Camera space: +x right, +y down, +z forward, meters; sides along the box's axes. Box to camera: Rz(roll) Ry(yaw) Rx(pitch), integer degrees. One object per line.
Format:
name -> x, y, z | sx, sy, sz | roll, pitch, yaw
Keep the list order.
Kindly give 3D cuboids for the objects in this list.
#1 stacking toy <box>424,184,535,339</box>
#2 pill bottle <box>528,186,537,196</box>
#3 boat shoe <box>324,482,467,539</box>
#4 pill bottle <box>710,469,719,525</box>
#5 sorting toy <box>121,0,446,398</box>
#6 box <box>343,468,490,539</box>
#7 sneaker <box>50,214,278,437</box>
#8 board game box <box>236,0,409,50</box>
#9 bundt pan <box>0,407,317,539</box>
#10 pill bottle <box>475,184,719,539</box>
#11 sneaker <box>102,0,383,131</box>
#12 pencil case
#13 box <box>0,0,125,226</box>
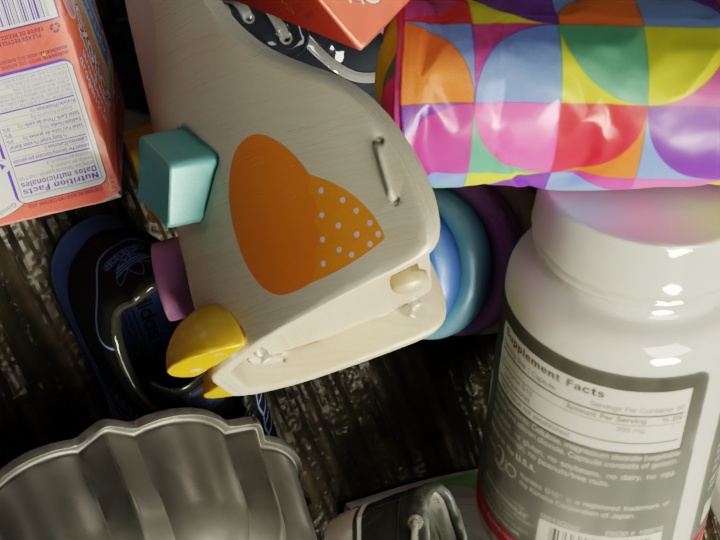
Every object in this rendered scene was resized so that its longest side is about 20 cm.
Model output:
stacking toy -> 0.000, 0.000, 0.862 | 0.200, 0.085, 0.086 | -10, 114, -48
pill bottle -> 0.133, -0.061, 0.935 | 0.112, 0.112, 0.200 | -32, 117, -17
boat shoe -> 0.041, 0.193, 0.833 | 0.068, 0.200, 0.074 | -25, 152, 27
pill bottle -> 0.305, 0.092, 1.093 | 0.200, 0.114, 0.114 | -25, 118, -21
sorting toy -> -0.047, -0.053, 0.715 | 0.107, 0.200, 0.180 | -23, 80, -1
box -> 0.075, 0.222, 0.952 | 0.097, 0.200, 0.177 | -10, 111, -28
sneaker -> -0.077, 0.067, 0.879 | 0.070, 0.078, 0.200 | -37, 122, -15
board game box -> -0.077, -0.167, 0.721 | 0.040, 0.200, 0.153 | -48, 123, -8
bundt pan -> -0.101, 0.158, 0.853 | 0.201, 0.076, 0.202 | -19, 140, -17
pill bottle -> 0.118, 0.041, 0.868 | 0.114, 0.114, 0.200 | -15, 131, -25
sneaker -> -0.067, -0.105, 0.830 | 0.200, 0.070, 0.109 | 11, 100, -34
pencil case -> 0.105, -0.068, 0.774 | 0.199, 0.088, 0.089 | 3, 108, -3
box -> -0.196, -0.065, 0.709 | 0.200, 0.095, 0.103 | -14, 117, 1
